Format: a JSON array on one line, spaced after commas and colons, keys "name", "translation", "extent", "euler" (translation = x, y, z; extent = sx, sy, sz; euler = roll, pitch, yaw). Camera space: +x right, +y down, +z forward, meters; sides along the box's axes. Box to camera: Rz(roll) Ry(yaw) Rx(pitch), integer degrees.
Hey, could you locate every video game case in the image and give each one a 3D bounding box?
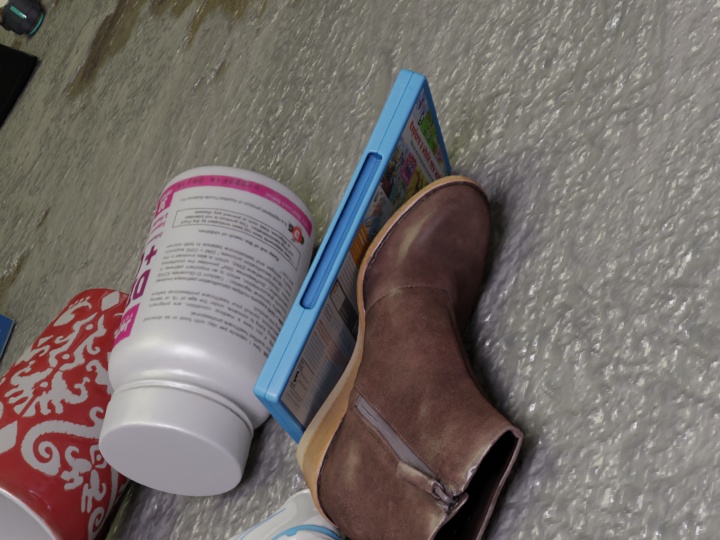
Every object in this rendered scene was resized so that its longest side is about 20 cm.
[{"name": "video game case", "translation": [0.000, 0.000, 0.955], "extent": [0.201, 0.018, 0.143], "euler": [-65, -16, -13]}]

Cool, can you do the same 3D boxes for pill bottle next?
[{"name": "pill bottle", "translation": [-0.102, 0.040, 1.099], "extent": [0.113, 0.113, 0.201], "euler": [-32, 36, 46]}]

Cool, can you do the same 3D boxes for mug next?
[{"name": "mug", "translation": [-0.221, 0.128, 1.187], "extent": [0.200, 0.133, 0.178], "euler": [-59, 1, -41]}]

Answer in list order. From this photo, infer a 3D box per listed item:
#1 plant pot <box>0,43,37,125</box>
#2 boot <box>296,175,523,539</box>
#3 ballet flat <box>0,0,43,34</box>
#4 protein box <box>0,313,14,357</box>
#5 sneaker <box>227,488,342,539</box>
[{"name": "plant pot", "translation": [-0.587, -0.254, 2.300], "extent": [0.200, 0.199, 0.178], "euler": [24, 96, 66]}, {"name": "boot", "translation": [0.046, 0.057, 0.862], "extent": [0.201, 0.072, 0.166], "euler": [-64, 29, 2]}, {"name": "ballet flat", "translation": [-0.519, -0.393, 2.451], "extent": [0.073, 0.073, 0.200], "euler": [-59, 24, 1]}, {"name": "protein box", "translation": [-0.496, 0.108, 1.686], "extent": [0.135, 0.200, 0.199], "euler": [-29, 38, 49]}, {"name": "sneaker", "translation": [-0.074, 0.200, 0.937], "extent": [0.200, 0.075, 0.087], "euler": [-43, 20, 19]}]
